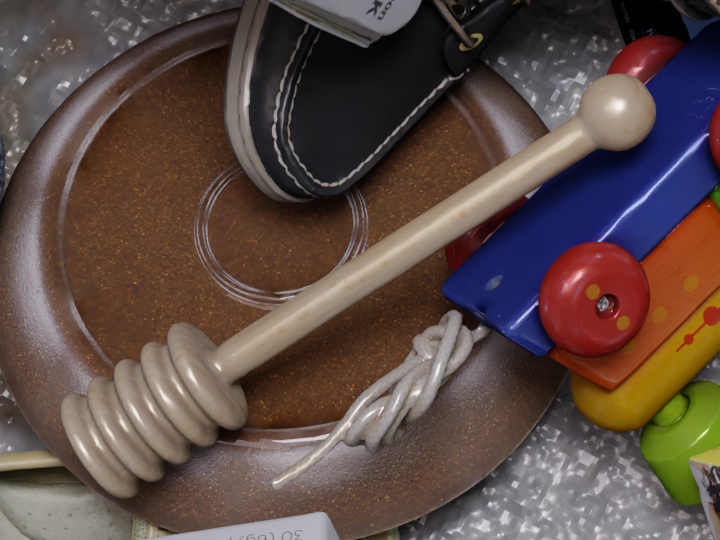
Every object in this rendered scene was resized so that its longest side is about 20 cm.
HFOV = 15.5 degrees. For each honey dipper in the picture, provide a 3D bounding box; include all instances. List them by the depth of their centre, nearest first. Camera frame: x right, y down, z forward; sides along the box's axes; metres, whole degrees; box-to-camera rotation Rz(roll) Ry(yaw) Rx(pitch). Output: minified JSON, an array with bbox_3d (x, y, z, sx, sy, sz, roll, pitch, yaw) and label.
[{"bbox_3d":[0.000,0.000,0.783,0.200,0.038,0.038,-34,71,11],"label":"honey dipper"}]

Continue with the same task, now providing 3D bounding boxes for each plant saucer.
[{"bbox_3d":[-0.025,-0.009,0.859,0.200,0.032,0.201,-2,64,3],"label":"plant saucer"}]

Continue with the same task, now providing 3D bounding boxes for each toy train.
[{"bbox_3d":[0.077,0.030,0.806,0.200,0.085,0.116,-44,115,-6],"label":"toy train"}]

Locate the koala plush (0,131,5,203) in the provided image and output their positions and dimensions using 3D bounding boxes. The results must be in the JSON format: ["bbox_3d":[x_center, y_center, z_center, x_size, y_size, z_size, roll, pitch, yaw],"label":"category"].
[{"bbox_3d":[-0.184,-0.109,0.882,0.183,0.177,0.200,9,70,17],"label":"koala plush"}]

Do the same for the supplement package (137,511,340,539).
[{"bbox_3d":[-0.052,0.189,0.756,0.121,0.120,0.200,-10,45,11],"label":"supplement package"}]

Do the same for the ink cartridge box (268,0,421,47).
[{"bbox_3d":[-0.043,-0.180,0.767,0.200,0.084,0.144,37,100,20],"label":"ink cartridge box"}]

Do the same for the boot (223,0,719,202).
[{"bbox_3d":[0.059,-0.097,0.804,0.150,0.073,0.200,16,62,46],"label":"boot"}]

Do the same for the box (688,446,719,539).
[{"bbox_3d":[0.161,0.082,0.709,0.050,0.200,0.075,-21,96,-19],"label":"box"}]

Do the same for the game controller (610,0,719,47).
[{"bbox_3d":[0.124,-0.130,0.876,0.104,0.042,0.200,-19,72,8],"label":"game controller"}]

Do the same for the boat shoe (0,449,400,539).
[{"bbox_3d":[-0.089,0.089,0.861,0.200,0.063,0.073,5,78,15],"label":"boat shoe"}]
